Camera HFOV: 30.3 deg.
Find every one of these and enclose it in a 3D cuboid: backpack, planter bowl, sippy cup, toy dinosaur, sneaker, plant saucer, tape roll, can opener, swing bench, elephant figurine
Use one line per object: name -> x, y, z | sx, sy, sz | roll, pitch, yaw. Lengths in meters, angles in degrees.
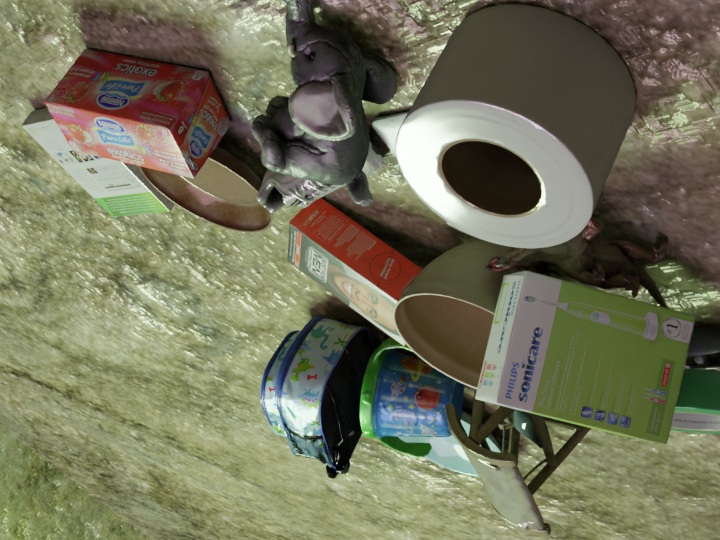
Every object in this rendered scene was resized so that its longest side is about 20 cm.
backpack -> -0.061, 0.170, 1.968 | 0.147, 0.183, 0.200 | 16, 144, 21
planter bowl -> 0.158, 0.039, 1.596 | 0.200, 0.135, 0.200 | 23, 152, 13
sippy cup -> 0.080, 0.185, 1.929 | 0.130, 0.140, 0.178 | 8, 159, 16
toy dinosaur -> 0.254, -0.012, 1.486 | 0.200, 0.086, 0.136 | 21, 165, -18
sneaker -> -0.051, -0.114, 1.599 | 0.200, 0.081, 0.075 | -12, 130, 49
plant saucer -> 0.140, 0.251, 2.068 | 0.201, 0.039, 0.201 | 23, 152, 13
tape roll -> 0.151, -0.137, 1.292 | 0.202, 0.139, 0.203 | 19, 146, 13
can opener -> 0.364, 0.097, 1.607 | 0.200, 0.053, 0.067 | -4, 106, 47
tape roll -> 0.395, 0.156, 1.575 | 0.200, 0.048, 0.200 | 6, 168, 1
swing bench -> 0.206, 0.213, 1.768 | 0.130, 0.200, 0.199 | 11, 147, 31
elephant figurine -> -0.033, -0.191, 1.418 | 0.155, 0.142, 0.200 | 8, 141, -21
plant saucer -> -0.200, -0.120, 1.757 | 0.200, 0.037, 0.200 | 21, 157, 9

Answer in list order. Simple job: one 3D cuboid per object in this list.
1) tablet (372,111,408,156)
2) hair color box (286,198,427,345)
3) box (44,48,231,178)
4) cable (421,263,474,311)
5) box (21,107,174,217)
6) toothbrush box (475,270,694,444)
tablet -> 0.116, -0.135, 1.476 | 0.200, 0.014, 0.130 | -4, 138, 47
hair color box -> 0.000, 0.000, 1.718 | 0.200, 0.061, 0.102 | 35, 154, 15
box -> -0.276, -0.196, 1.649 | 0.200, 0.100, 0.096 | 15, 149, 27
cable -> 0.084, 0.044, 1.762 | 0.097, 0.050, 0.200 | 41, 149, -19
box -> -0.365, -0.155, 1.873 | 0.144, 0.036, 0.200 | -2, 138, 45
toothbrush box -> 0.244, 0.095, 1.449 | 0.200, 0.146, 0.086 | 14, 175, -11
